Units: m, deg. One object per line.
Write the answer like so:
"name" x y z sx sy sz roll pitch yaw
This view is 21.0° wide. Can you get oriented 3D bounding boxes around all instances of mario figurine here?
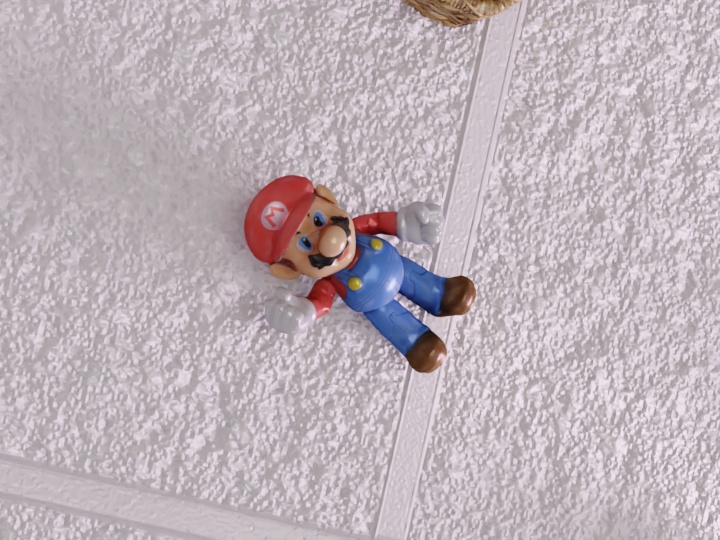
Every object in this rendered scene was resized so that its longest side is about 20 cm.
"mario figurine" 0.000 0.000 1.468 0.199 0.106 0.124 32 43 -26

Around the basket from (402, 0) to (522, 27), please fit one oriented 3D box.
"basket" 0.068 -0.292 1.481 0.143 0.149 0.200 -44 105 -17
